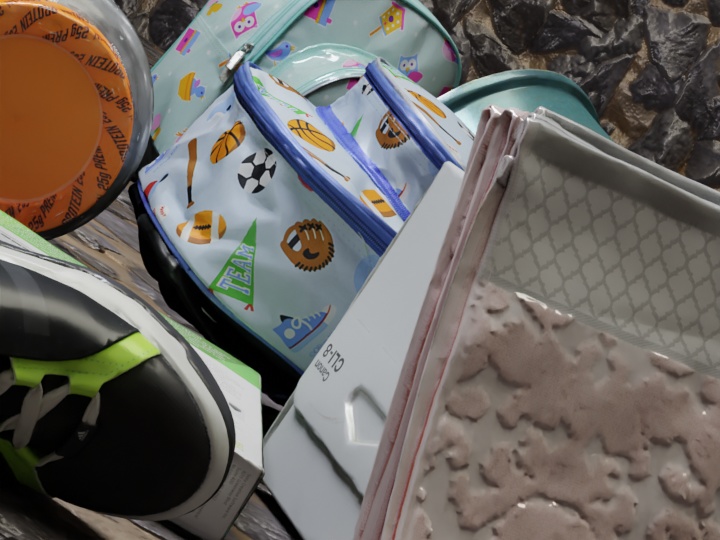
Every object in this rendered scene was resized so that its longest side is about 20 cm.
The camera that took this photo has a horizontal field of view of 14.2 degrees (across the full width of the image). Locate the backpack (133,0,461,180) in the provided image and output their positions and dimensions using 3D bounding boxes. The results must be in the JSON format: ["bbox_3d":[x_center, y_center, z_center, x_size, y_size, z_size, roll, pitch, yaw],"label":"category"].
[{"bbox_3d":[-0.034,-0.107,1.843,0.176,0.200,0.153,29,6,-41],"label":"backpack"}]

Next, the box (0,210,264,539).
[{"bbox_3d":[-0.102,0.029,1.033,0.144,0.036,0.200,32,6,-5],"label":"box"}]

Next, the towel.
[{"bbox_3d":[0.100,0.065,0.960,0.199,0.192,0.032,22,-12,-27],"label":"towel"}]

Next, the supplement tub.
[{"bbox_3d":[-0.155,-0.080,1.261,0.122,0.123,0.200,31,6,-14],"label":"supplement tub"}]

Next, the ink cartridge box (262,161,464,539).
[{"bbox_3d":[0.089,0.081,1.075,0.200,0.145,0.145,29,7,-26],"label":"ink cartridge box"}]

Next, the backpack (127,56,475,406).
[{"bbox_3d":[0.000,0.000,1.212,0.190,0.154,0.200,35,4,-25],"label":"backpack"}]

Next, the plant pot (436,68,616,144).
[{"bbox_3d":[0.100,0.038,1.404,0.196,0.200,0.200,45,11,33],"label":"plant pot"}]

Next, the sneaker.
[{"bbox_3d":[-0.132,0.024,0.832,0.200,0.072,0.083,32,30,-6],"label":"sneaker"}]
